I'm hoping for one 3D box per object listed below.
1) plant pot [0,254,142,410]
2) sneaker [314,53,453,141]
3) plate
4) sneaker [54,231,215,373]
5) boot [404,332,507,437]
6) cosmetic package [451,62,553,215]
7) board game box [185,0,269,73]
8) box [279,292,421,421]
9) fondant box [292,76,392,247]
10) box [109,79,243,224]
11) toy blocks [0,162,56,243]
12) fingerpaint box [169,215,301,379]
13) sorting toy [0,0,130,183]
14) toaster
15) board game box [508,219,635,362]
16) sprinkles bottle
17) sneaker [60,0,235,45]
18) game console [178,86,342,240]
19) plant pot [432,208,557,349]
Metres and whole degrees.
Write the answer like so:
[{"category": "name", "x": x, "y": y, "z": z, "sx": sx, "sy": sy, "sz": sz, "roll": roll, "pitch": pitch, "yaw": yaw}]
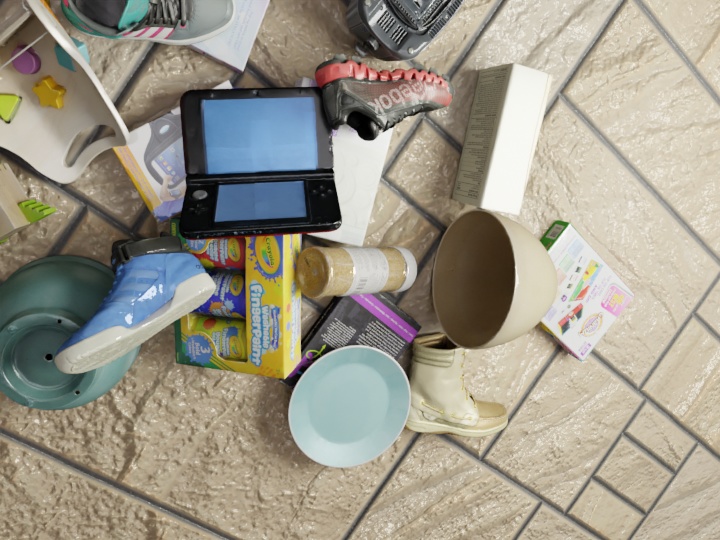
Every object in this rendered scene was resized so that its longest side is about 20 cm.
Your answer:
[{"category": "plant pot", "x": -0.386, "y": 0.093, "z": 0.725, "sx": 0.196, "sy": 0.134, "sz": 0.205, "roll": -3, "pitch": 103, "yaw": -15}, {"category": "sneaker", "x": 0.036, "y": -0.218, "z": 0.745, "sx": 0.196, "sy": 0.071, "sz": 0.100, "roll": -3, "pitch": 88, "yaw": -25}, {"category": "plate", "x": -0.017, "y": 0.209, "z": 0.881, "sx": 0.196, "sy": 0.026, "sz": 0.205, "roll": -4, "pitch": 105, "yaw": -16}, {"category": "sneaker", "x": -0.284, "y": 0.028, "z": 0.679, "sx": 0.199, "sy": 0.077, "sz": 0.112, "roll": -35, "pitch": 82, "yaw": -28}, {"category": "boot", "x": 0.165, "y": 0.187, "z": 0.939, "sx": 0.195, "sy": 0.073, "sz": 0.159, "roll": 6, "pitch": 104, "yaw": -12}, {"category": "cosmetic package", "x": 0.207, "y": -0.193, "z": 0.847, "sx": 0.071, "sy": 0.104, "sz": 0.205, "roll": 7, "pitch": 102, "yaw": -18}, {"category": "board game box", "x": -0.203, "y": -0.390, "z": 0.713, "sx": 0.196, "sy": 0.043, "sz": 0.203, "roll": 22, "pitch": 96, "yaw": -18}, {"category": "box", "x": -0.016, "y": 0.124, "z": 0.892, "sx": 0.142, "sy": 0.036, "sz": 0.201, "roll": 38, "pitch": 89, "yaw": -21}, {"category": "fondant box", "x": -0.044, "y": -0.150, "z": 0.808, "sx": 0.141, "sy": 0.058, "sz": 0.204, "roll": 12, "pitch": 98, "yaw": -18}, {"category": "box", "x": -0.215, "y": -0.164, "z": 0.765, "sx": 0.197, "sy": 0.041, "sz": 0.121, "roll": -30, "pitch": 108, "yaw": -5}, {"category": "toy blocks", "x": -0.487, "y": -0.086, "z": 0.672, "sx": 0.197, "sy": 0.100, "sz": 0.139, "roll": -24, "pitch": 104, "yaw": 11}, {"category": "fingerpaint box", "x": -0.166, "y": 0.031, "z": 0.770, "sx": 0.163, "sy": 0.073, "sz": 0.205, "roll": 6, "pitch": 103, "yaw": 13}, {"category": "sorting toy", "x": -0.373, "y": -0.199, "z": 0.673, "sx": 0.197, "sy": 0.108, "sz": 0.181, "roll": -25, "pitch": 120, "yaw": 17}, {"category": "toaster", "x": 0.066, "y": -0.369, "z": 0.750, "sx": 0.113, "sy": 0.129, "sz": 0.201, "roll": 38, "pitch": 91, "yaw": -21}, {"category": "board game box", "x": 0.360, "y": 0.038, "z": 0.977, "sx": 0.199, "sy": 0.040, "sz": 0.154, "roll": 40, "pitch": 90, "yaw": -20}, {"category": "sprinkles bottle", "x": 0.000, "y": 0.000, "z": 0.799, "sx": 0.198, "sy": 0.067, "sz": 0.070, "roll": -2, "pitch": 106, "yaw": -51}, {"category": "sneaker", "x": -0.238, "y": -0.303, "z": 0.637, "sx": 0.195, "sy": 0.121, "sz": 0.086, "roll": -8, "pitch": 107, "yaw": -12}, {"category": "game console", "x": -0.126, "y": -0.137, "z": 0.706, "sx": 0.195, "sy": 0.174, "sz": 0.121, "roll": -4, "pitch": 128, "yaw": -7}, {"category": "plant pot", "x": 0.216, "y": 0.018, "z": 0.857, "sx": 0.132, "sy": 0.200, "sz": 0.205, "roll": 5, "pitch": 102, "yaw": -26}]
